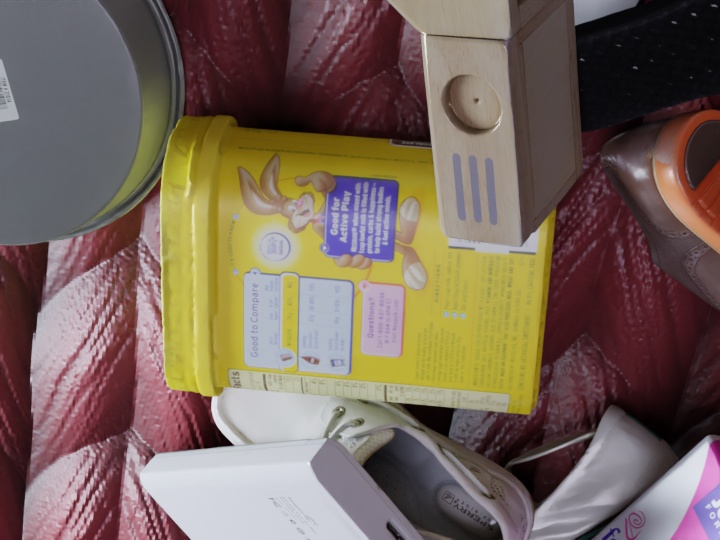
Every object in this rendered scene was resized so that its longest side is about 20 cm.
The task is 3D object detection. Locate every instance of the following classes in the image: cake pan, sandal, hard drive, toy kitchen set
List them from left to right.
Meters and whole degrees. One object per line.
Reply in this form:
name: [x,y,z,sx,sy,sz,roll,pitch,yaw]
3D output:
cake pan: [-0.193,-0.100,0.839,0.197,0.037,0.203,4,117,7]
hard drive: [-0.034,0.151,0.884,0.132,0.026,0.199,51,150,-16]
toy kitchen set: [-0.024,-0.101,0.710,0.198,0.163,0.183,9,123,28]
sandal: [0.164,-0.116,0.733,0.198,0.045,0.075,-12,131,34]

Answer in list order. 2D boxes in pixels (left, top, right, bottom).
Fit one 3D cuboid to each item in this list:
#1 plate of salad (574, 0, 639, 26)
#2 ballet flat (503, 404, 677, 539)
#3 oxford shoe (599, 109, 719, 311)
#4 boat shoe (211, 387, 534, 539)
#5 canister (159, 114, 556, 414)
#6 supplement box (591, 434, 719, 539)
plate of salad: [0.110,-0.178,0.747,0.197,0.048,0.202,6,129,8]
ballet flat: [0.093,0.147,0.912,0.200,0.070,0.069,-40,105,20]
oxford shoe: [0.200,-0.009,0.819,0.200,0.072,0.073,48,156,-26]
boat shoe: [0.002,0.101,0.869,0.198,0.069,0.072,23,93,12]
canister: [0.000,0.000,0.833,0.197,0.087,0.150,5,118,5]
supplement box: [0.177,0.191,0.862,0.102,0.102,0.200,12,131,-39]
